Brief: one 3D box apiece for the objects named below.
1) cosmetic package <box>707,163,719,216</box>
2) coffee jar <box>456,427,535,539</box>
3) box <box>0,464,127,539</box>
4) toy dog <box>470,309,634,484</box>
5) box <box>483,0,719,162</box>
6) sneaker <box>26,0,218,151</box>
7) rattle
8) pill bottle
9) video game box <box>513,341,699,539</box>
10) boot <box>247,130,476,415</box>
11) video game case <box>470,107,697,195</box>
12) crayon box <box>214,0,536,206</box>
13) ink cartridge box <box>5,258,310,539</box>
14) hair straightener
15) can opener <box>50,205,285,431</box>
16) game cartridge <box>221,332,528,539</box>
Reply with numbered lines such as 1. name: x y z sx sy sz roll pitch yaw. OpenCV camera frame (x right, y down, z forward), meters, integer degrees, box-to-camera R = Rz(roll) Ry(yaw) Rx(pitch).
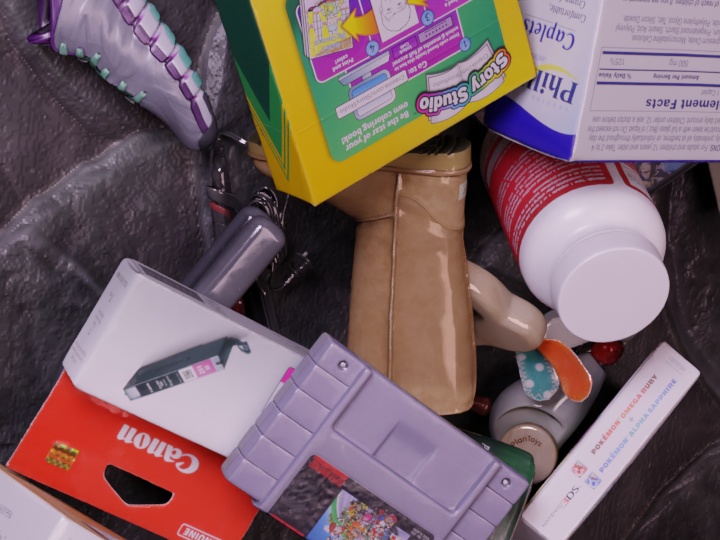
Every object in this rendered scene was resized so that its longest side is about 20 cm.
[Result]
1. cosmetic package: 0.339 -0.138 1.849 0.103 0.087 0.201 -43 125 -40
2. coffee jar: 0.026 0.151 1.689 0.199 0.085 0.105 23 74 -5
3. box: -0.197 0.237 1.571 0.200 0.152 0.107 37 81 -36
4. toy dog: 0.152 0.075 1.799 0.096 0.132 0.201 32 77 3
5. box: 0.199 -0.185 1.600 0.183 0.105 0.201 -2 108 -39
6. sneaker: -0.178 -0.155 1.532 0.087 0.074 0.201 -34 109 -10
7. rattle: 0.102 -0.001 1.718 0.199 0.130 0.143 21 52 -5
8. pill bottle: 0.164 -0.039 1.674 0.111 0.200 0.113 -6 127 -8
9. video game box: 0.189 0.158 1.794 0.047 0.200 0.182 41 78 9
10. boot: 0.000 0.000 1.615 0.066 0.174 0.201 -46 140 -64
11. video game case: 0.195 -0.136 1.752 0.180 0.026 0.200 -35 125 15
12. crayon box: 0.010 -0.167 1.490 0.199 0.058 0.173 -31 122 -24
13. ink cartridge box: -0.124 0.110 1.574 0.199 0.044 0.174 28 97 -28
14. hair straightener: -0.077 -0.009 1.658 0.077 0.041 0.201 -18 108 -29
15. can opener: -0.141 0.029 1.593 0.067 0.053 0.200 39 92 -23
16. game cartridge: 0.011 0.150 1.594 0.200 0.038 0.130 36 89 -25
